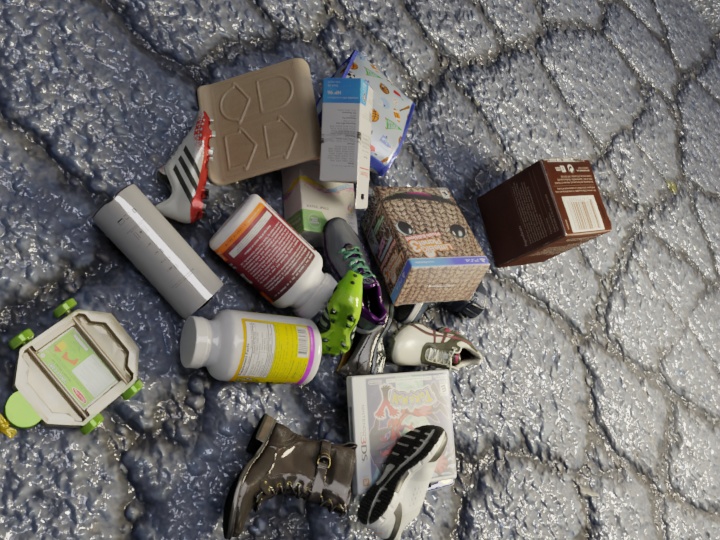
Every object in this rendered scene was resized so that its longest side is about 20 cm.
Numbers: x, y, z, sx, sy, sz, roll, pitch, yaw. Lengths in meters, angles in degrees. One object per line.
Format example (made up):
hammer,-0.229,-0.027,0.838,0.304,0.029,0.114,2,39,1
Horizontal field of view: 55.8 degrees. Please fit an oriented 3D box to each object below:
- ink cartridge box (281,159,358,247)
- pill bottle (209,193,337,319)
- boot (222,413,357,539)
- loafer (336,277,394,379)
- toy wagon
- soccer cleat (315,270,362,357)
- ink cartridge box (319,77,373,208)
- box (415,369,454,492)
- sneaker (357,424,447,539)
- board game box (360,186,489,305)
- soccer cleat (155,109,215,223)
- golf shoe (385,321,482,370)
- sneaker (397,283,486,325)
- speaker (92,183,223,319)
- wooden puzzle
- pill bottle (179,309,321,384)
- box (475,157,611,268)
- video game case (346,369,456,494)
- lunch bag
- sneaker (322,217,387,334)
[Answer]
ink cartridge box,-0.075,-0.148,1.212,0.116,0.067,0.203,6,69,-34
pill bottle,-0.135,-0.015,1.089,0.200,0.113,0.113,44,53,-13
boot,-0.095,0.317,0.993,0.172,0.069,0.202,27,56,-8
loafer,0.008,0.099,1.175,0.072,0.073,0.203,21,60,-23
toy wagon,-0.391,0.140,0.894,0.156,0.039,0.200,52,52,-7
soccer cleat,-0.031,0.074,1.076,0.067,0.201,0.082,22,58,-3
ink cartridge box,-0.023,-0.205,1.125,0.116,0.067,0.204,-25,118,-78
box,0.094,0.282,1.186,0.120,0.032,0.203,-1,73,-35
sneaker,0.076,0.334,1.076,0.200,0.073,0.080,-48,119,-22
board game box,0.111,-0.048,1.225,0.157,0.098,0.202,-3,49,-25
soccer cleat,-0.277,-0.170,1.078,0.084,0.069,0.203,6,69,-13
golf shoe,0.132,0.139,1.214,0.198,0.088,0.078,2,104,-39
sneaker,0.162,0.062,1.293,0.146,0.077,0.203,43,52,-11
speaker,-0.294,-0.025,1.000,0.200,0.081,0.081,49,52,-9
wooden puzzle,-0.168,-0.248,1.154,0.197,0.046,0.188,-12,76,6
pill bottle,-0.165,0.115,1.023,0.198,0.104,0.106,10,67,-32
box,0.386,-0.120,1.445,0.164,0.199,0.167,-7,76,-37
video game case,0.071,0.263,1.129,0.197,0.023,0.185,1,81,-31
lunch bag,-0.001,-0.283,1.276,0.169,0.124,0.202,35,40,-18
sneaker,0.000,0.000,1.116,0.074,0.087,0.203,-18,85,-25
